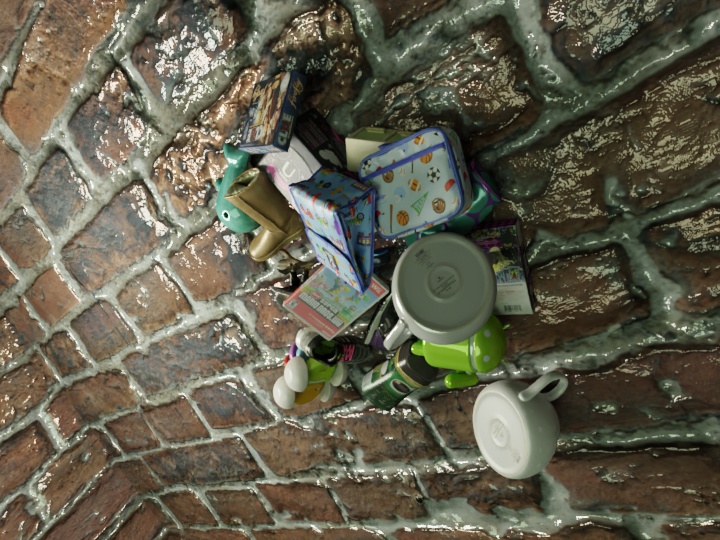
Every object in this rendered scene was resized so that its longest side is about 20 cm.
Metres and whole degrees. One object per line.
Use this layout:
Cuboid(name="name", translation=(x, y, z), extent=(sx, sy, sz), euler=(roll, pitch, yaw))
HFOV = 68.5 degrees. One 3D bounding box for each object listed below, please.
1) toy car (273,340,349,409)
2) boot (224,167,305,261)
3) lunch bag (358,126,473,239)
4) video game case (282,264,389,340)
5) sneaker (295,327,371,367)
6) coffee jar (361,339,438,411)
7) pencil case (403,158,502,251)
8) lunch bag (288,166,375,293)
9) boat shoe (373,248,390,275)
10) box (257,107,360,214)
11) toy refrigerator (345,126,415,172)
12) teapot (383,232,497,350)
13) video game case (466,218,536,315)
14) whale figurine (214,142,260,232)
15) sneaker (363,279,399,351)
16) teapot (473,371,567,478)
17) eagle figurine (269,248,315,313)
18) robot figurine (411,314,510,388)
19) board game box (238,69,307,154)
Cuboid(name="toy car", translation=(-0.136, 0.252, 1.367), extent=(0.202, 0.170, 0.153), euler=(-56, 47, 41))
Cuboid(name="boot", translation=(-0.227, -0.118, 1.155), extent=(0.172, 0.068, 0.199), euler=(-32, 144, 13))
Cuboid(name="lunch bag", translation=(0.088, -0.150, 0.906), extent=(0.195, 0.075, 0.166), euler=(-15, 95, 36))
Cuboid(name="video game case", translation=(-0.053, 0.056, 1.127), extent=(0.142, 0.018, 0.199), euler=(38, 119, -22))
Cuboid(name="sneaker", translation=(-0.055, 0.190, 1.248), extent=(0.194, 0.087, 0.076), euler=(16, 101, -26))
Cuboid(name="coffee jar", translation=(0.093, 0.246, 1.239), extent=(0.103, 0.087, 0.200), euler=(35, 133, -12))
Cuboid(name="pencil case", translation=(0.162, -0.102, 0.968), extent=(0.092, 0.086, 0.199), euler=(44, 119, -9))
Cuboid(name="lunch bag", translation=(-0.039, -0.064, 0.975), extent=(0.149, 0.093, 0.206), euler=(30, 142, 42))
Cuboid(name="boat shoe", translation=(0.000, 0.000, 1.166), extent=(0.197, 0.082, 0.071), euler=(-16, 92, 52))
Cuboid(name="box", translation=(-0.089, -0.195, 1.074), extent=(0.201, 0.115, 0.132), euler=(49, 131, -2))
Cuboid(name="toy refrigerator", translation=(0.074, -0.220, 0.982), extent=(0.194, 0.076, 0.072), euler=(13, 124, 26))
Cuboid(name="teapot", translation=(0.143, 0.044, 0.931), extent=(0.192, 0.206, 0.147), euler=(4, 163, 9))
Cuboid(name="video game case", translation=(0.231, 0.002, 1.040), extent=(0.194, 0.036, 0.187), euler=(-5, 114, 35))
Cuboid(name="whale figurine", translation=(-0.281, -0.182, 1.211), extent=(0.154, 0.104, 0.206), euler=(17, 126, 23))
Cuboid(name="sneaker", translation=(0.076, 0.102, 1.191), extent=(0.085, 0.077, 0.203), euler=(22, 133, 0))
Cuboid(name="teapot", translation=(0.336, 0.313, 1.085), extent=(0.199, 0.141, 0.206), euler=(-20, 77, 63))
Cuboid(name="eagle figurine", translation=(-0.127, 0.062, 1.241), extent=(0.145, 0.154, 0.206), euler=(-10, 122, -3))
Cuboid(name="robot figurine", translation=(0.198, 0.136, 1.045), extent=(0.193, 0.114, 0.183), euler=(3, 96, 30))
Cuboid(name="board game box", translation=(-0.173, -0.298, 1.016), extent=(0.198, 0.034, 0.141), euler=(17, 92, 58))
